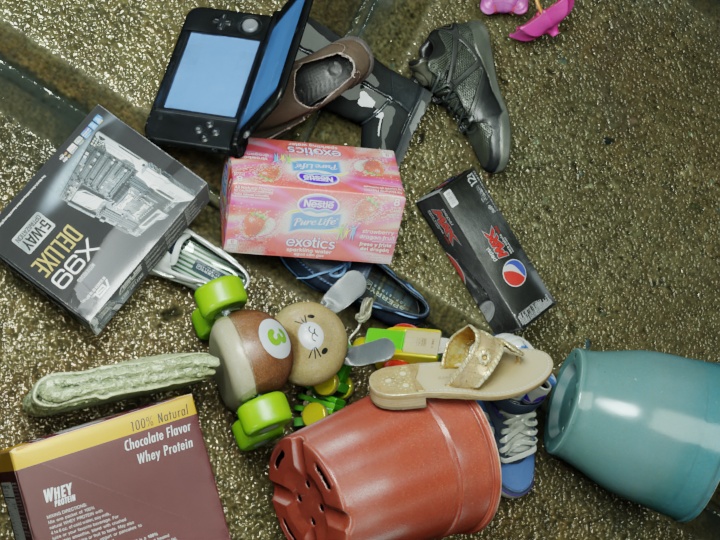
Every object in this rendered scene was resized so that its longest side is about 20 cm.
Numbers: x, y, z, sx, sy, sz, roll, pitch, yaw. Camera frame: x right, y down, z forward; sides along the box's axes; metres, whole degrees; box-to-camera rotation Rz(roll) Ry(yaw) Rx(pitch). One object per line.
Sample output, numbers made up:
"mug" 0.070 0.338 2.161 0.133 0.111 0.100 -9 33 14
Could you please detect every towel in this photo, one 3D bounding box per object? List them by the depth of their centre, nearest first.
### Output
"towel" -0.254 0.118 1.373 0.198 0.148 0.037 -11 83 -21

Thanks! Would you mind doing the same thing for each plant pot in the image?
"plant pot" 0.017 0.224 1.423 0.194 0.200 0.203 -16 88 -34
"plant pot" 0.331 0.186 1.597 0.186 0.200 0.202 16 75 -4

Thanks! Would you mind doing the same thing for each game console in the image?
"game console" -0.141 -0.240 1.438 0.174 0.117 0.202 9 58 9

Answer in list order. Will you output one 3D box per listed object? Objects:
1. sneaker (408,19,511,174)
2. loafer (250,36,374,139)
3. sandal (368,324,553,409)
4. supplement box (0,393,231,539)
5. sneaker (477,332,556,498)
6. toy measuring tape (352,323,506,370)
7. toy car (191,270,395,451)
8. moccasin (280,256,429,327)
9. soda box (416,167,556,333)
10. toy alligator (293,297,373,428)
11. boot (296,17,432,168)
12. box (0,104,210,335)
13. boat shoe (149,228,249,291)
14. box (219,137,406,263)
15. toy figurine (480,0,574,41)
"sneaker" 0.120 -0.212 1.627 0.113 0.076 0.202 -10 82 -22
"loafer" -0.079 -0.207 1.497 0.199 0.071 0.073 -32 96 13
"sandal" 0.111 0.094 1.392 0.209 0.078 0.070 -9 124 -11
"supplement box" -0.255 0.255 1.355 0.195 0.133 0.202 -16 88 -24
"sneaker" 0.185 0.174 1.549 0.080 0.146 0.202 -15 87 -24
"toy measuring tape" 0.087 0.103 1.533 0.197 0.074 0.075 4 77 14
"toy car" -0.065 0.079 1.427 0.198 0.158 0.166 -19 76 -15
"moccasin" 0.000 0.000 1.541 0.198 0.068 0.081 25 72 -17
"soda box" 0.154 -0.021 1.609 0.063 0.071 0.201 -34 96 -25
"toy alligator" -0.039 0.121 1.507 0.054 0.059 0.202 15 85 24
"boot" -0.033 -0.196 1.561 0.199 0.066 0.166 29 75 -15
"box" -0.284 -0.056 1.402 0.157 0.050 0.201 35 72 11
"boat shoe" -0.211 -0.027 1.455 0.198 0.067 0.074 22 73 -17
"box" -0.057 -0.079 1.477 0.197 0.095 0.103 5 37 -12
"toy figurine" 0.206 -0.392 1.676 0.197 0.150 0.187 4 89 0
